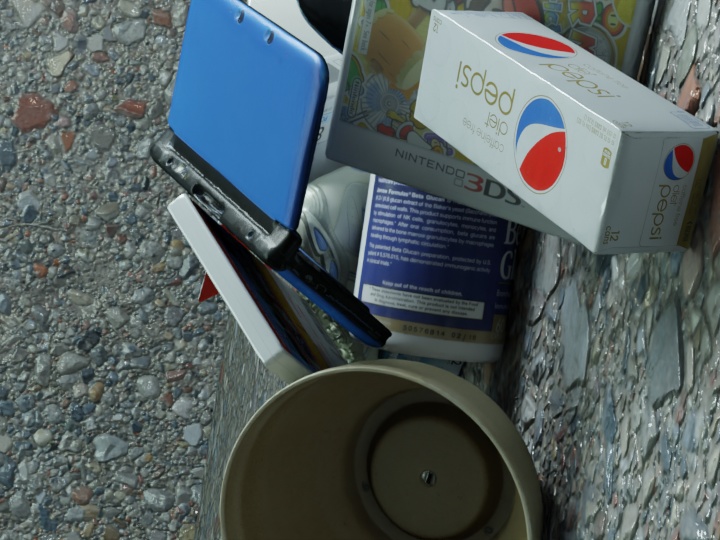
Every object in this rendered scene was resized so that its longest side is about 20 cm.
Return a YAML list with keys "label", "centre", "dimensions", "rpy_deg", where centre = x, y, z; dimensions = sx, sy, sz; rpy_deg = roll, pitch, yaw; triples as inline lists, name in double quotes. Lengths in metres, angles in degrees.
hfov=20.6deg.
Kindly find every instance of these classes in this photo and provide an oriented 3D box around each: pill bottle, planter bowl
- label: "pill bottle"
  centre: [0.059, -0.043, 1.374]
  dimensions: [0.111, 0.110, 0.202]
  rpy_deg: [-154, 72, -80]
- label: "planter bowl"
  centre: [0.029, 0.144, 1.243]
  dimensions: [0.135, 0.198, 0.202]
  rpy_deg: [-27, -50, -67]

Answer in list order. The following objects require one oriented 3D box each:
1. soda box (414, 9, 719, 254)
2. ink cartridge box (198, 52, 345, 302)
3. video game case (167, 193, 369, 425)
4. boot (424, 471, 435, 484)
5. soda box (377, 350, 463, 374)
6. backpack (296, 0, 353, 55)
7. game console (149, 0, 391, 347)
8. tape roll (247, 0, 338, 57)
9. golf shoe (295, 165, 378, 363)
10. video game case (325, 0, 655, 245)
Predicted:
- label: "soda box"
  centre: [0.105, -0.078, 1.064]
  dimensions: [0.200, 0.063, 0.069]
  rpy_deg: [43, 129, 54]
- label: "ink cartridge box"
  centre: [-0.034, -0.068, 1.481]
  dimensions: [0.160, 0.047, 0.201]
  rpy_deg: [-25, -38, -50]
- label: "video game case"
  centre: [-0.049, 0.040, 1.327]
  dimensions: [0.143, 0.017, 0.200]
  rpy_deg: [56, -174, 31]
- label: "boot"
  centre: [0.050, 0.186, 1.428]
  dimensions: [0.200, 0.069, 0.133]
  rpy_deg: [167, 116, -72]
- label: "soda box"
  centre: [0.032, 0.088, 1.581]
  dimensions: [0.201, 0.063, 0.069]
  rpy_deg: [109, 166, -54]
- label: "backpack"
  centre: [0.053, -0.181, 1.251]
  dimensions: [0.154, 0.198, 0.164]
  rpy_deg: [-67, -6, -55]
- label: "game console"
  centre: [-0.045, -0.070, 1.269]
  dimensions: [0.119, 0.170, 0.200]
  rpy_deg: [-50, 36, 1]
- label: "tape roll"
  centre: [-0.007, -0.183, 1.640]
  dimensions: [0.203, 0.138, 0.205]
  rpy_deg: [1, -90, -80]
- label: "golf shoe"
  centre: [0.000, 0.000, 1.463]
  dimensions: [0.078, 0.097, 0.201]
  rpy_deg: [45, 163, 33]
- label: "video game case"
  centre: [0.077, -0.135, 1.170]
  dimensions: [0.023, 0.181, 0.202]
  rpy_deg: [-29, -45, -60]
